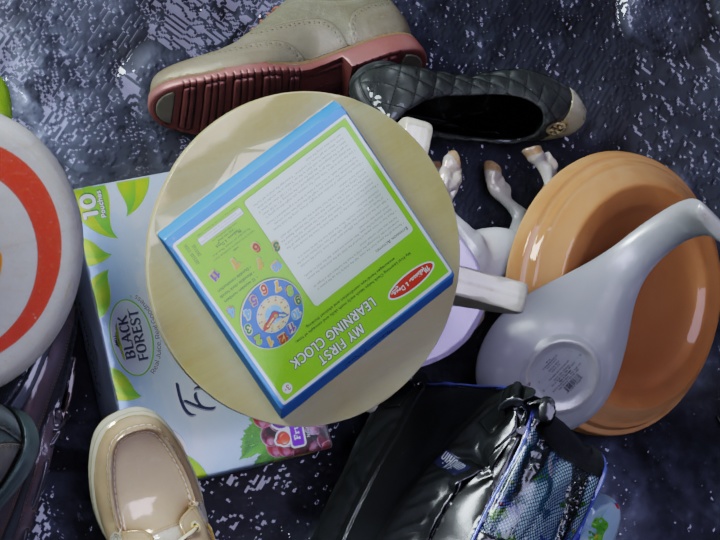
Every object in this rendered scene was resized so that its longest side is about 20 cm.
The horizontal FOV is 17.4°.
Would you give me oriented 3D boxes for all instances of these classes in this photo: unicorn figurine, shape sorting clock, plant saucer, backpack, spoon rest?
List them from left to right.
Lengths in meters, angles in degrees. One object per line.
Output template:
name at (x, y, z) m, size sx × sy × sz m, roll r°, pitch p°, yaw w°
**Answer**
shape sorting clock at (-0.033, -0.007, 1.416) m, size 0.199 × 0.039 × 0.202 m, roll 0°, pitch 90°, yaw -19°
backpack at (0.062, 0.187, 1.531) m, size 0.147 × 0.183 × 0.201 m, roll 39°, pitch 72°, yaw -26°
unicorn figurine at (0.081, -0.012, 1.632) m, size 0.199 × 0.074 × 0.138 m, roll -8°, pitch 83°, yaw -22°
spoon rest at (0.162, 0.029, 1.579) m, size 0.200 × 0.061 × 0.099 m, roll -43°, pitch 110°, yaw 7°
plant saucer at (0.186, 0.017, 1.652) m, size 0.199 × 0.037 × 0.202 m, roll -2°, pitch 94°, yaw -37°

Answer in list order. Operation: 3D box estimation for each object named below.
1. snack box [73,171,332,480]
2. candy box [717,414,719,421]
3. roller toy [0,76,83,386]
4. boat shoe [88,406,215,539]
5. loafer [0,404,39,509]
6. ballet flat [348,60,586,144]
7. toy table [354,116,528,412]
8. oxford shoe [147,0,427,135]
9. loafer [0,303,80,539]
snack box at (-0.111, 0.036, 1.560) m, size 0.141 × 0.053 × 0.201 m, roll -12°, pitch 85°, yaw -21°
candy box at (0.359, 0.147, 1.643) m, size 0.071 × 0.200 × 0.168 m, roll -30°, pitch 92°, yaw -22°
roller toy at (-0.276, -0.015, 1.446) m, size 0.200 × 0.139 × 0.183 m, roll -42°, pitch 117°, yaw -19°
boat shoe at (-0.118, 0.184, 1.488) m, size 0.073 × 0.069 × 0.201 m, roll -21°, pitch 110°, yaw -17°
loafer at (-0.277, 0.159, 1.433) m, size 0.200 × 0.072 × 0.063 m, roll -54°, pitch 143°, yaw 3°
ballet flat at (0.077, -0.106, 1.638) m, size 0.199 × 0.067 × 0.057 m, roll 2°, pitch 49°, yaw -34°
toy table at (0.000, 0.000, 1.509) m, size 0.199 × 0.117 × 0.185 m, roll 2°, pitch 84°, yaw -17°
oxford shoe at (-0.058, -0.144, 1.618) m, size 0.199 × 0.071 × 0.075 m, roll -11°, pitch 59°, yaw -22°
loafer at (-0.220, 0.110, 1.505) m, size 0.063 × 0.072 × 0.201 m, roll 29°, pitch 77°, yaw -35°
